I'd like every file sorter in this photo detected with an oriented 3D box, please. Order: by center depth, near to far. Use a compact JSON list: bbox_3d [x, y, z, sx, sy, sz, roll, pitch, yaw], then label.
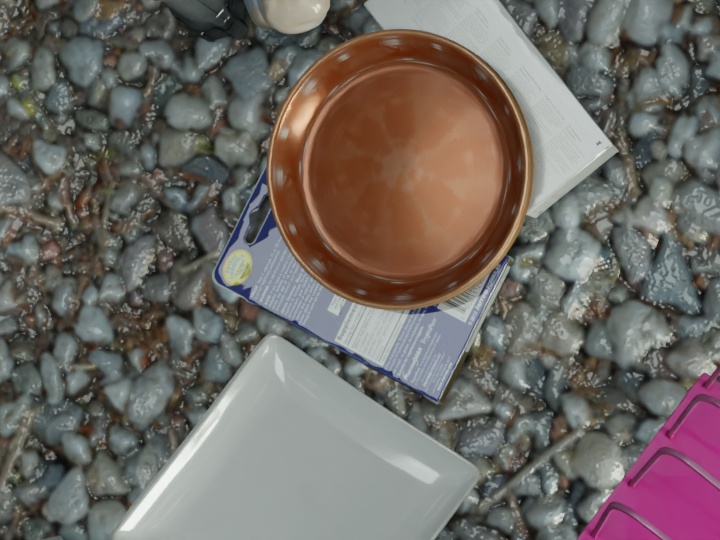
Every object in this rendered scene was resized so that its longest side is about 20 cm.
[{"bbox_3d":[0.239,0.169,1.215,0.139,0.126,0.200,37,73,11],"label":"file sorter"}]

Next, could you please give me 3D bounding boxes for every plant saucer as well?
[{"bbox_3d":[0.029,-0.072,1.316,0.199,0.032,0.202,0,90,18],"label":"plant saucer"}]

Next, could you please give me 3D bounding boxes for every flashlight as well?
[{"bbox_3d":[-0.140,-0.216,1.320,0.067,0.200,0.068,-2,86,13],"label":"flashlight"}]

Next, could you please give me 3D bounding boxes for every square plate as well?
[{"bbox_3d":[-0.046,0.174,1.329,0.199,0.028,0.198,32,71,18],"label":"square plate"}]

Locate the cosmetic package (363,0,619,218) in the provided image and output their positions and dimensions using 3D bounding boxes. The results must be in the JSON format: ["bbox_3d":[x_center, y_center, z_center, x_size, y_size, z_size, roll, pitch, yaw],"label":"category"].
[{"bbox_3d":[0.097,-0.142,1.338,0.082,0.051,0.201,-38,79,12],"label":"cosmetic package"}]

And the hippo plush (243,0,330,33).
[{"bbox_3d":[-0.020,-0.271,1.344,0.160,0.200,0.160,-19,115,-12],"label":"hippo plush"}]

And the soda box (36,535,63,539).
[{"bbox_3d":[-0.204,0.299,1.367,0.064,0.068,0.200,-38,80,8],"label":"soda box"}]

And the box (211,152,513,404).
[{"bbox_3d":[0.000,0.000,1.360,0.199,0.032,0.122,28,92,12],"label":"box"}]
